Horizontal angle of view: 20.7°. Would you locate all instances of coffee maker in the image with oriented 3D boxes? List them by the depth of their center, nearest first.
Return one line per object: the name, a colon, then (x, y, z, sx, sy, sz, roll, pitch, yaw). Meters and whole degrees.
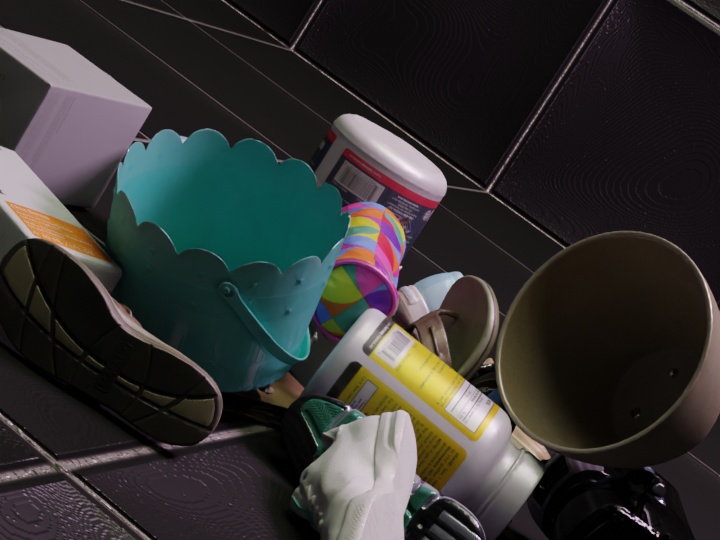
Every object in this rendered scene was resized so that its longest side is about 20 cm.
coffee maker: (0.236, 0.260, 1.733, 0.193, 0.134, 0.200, 58, 8, -11)

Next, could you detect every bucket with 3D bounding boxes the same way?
bucket: (-0.116, -0.007, 1.601, 0.205, 0.136, 0.208, 14, 30, -8)

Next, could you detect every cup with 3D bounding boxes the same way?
cup: (0.234, 0.088, 1.688, 0.200, 0.201, 0.143, 43, 2, 42)

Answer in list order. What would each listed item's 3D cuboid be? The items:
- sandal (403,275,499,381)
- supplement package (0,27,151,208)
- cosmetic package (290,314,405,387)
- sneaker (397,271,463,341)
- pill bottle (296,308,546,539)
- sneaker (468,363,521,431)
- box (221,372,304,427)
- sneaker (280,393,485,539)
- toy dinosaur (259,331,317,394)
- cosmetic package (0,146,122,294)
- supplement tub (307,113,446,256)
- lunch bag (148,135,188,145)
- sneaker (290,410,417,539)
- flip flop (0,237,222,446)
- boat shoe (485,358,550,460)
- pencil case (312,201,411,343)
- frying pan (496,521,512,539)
sandal: (0.056, 0.081, 1.740, 0.079, 0.202, 0.057, 4, -39, 49)
supplement package: (-0.308, -0.143, 1.839, 0.121, 0.120, 0.200, 35, 11, 19)
cosmetic package: (-0.017, 0.066, 1.871, 0.103, 0.088, 0.200, 28, 13, -32)
sneaker: (0.099, 0.088, 1.916, 0.074, 0.081, 0.201, -124, -168, -52)
pill bottle: (0.052, 0.134, 1.644, 0.199, 0.113, 0.112, 39, 11, 3)
sneaker: (0.115, 0.129, 1.789, 0.070, 0.083, 0.200, 33, -12, 3)
box: (-0.127, 0.069, 1.710, 0.163, 0.021, 0.200, 21, 17, -50)
sneaker: (0.016, 0.182, 1.578, 0.200, 0.074, 0.088, 41, -9, 19)
toy dinosaur: (-0.092, 0.056, 1.690, 0.087, 0.048, 0.200, 5, 28, -36)
cosmetic package: (-0.285, -0.034, 1.568, 0.101, 0.072, 0.200, 21, 16, -47)
supplement tub: (-0.014, -0.048, 2.072, 0.140, 0.201, 0.140, 32, 11, -7)
lunch bag: (-0.133, -0.042, 1.826, 0.168, 0.128, 0.200, 27, 2, -11)
sneaker: (-0.014, 0.179, 1.465, 0.087, 0.076, 0.200, -5, 27, 14)
flip flop: (-0.186, 0.055, 1.461, 0.199, 0.081, 0.058, 36, 3, -2)
boat shoe: (0.148, 0.146, 2.007, 0.200, 0.062, 0.074, 48, -13, 54)
pencil case: (0.000, 0.000, 1.777, 0.088, 0.089, 0.200, 32, 18, -4)
frying pan: (0.097, 0.201, 1.788, 0.114, 0.031, 0.190, 32, 8, -7)
